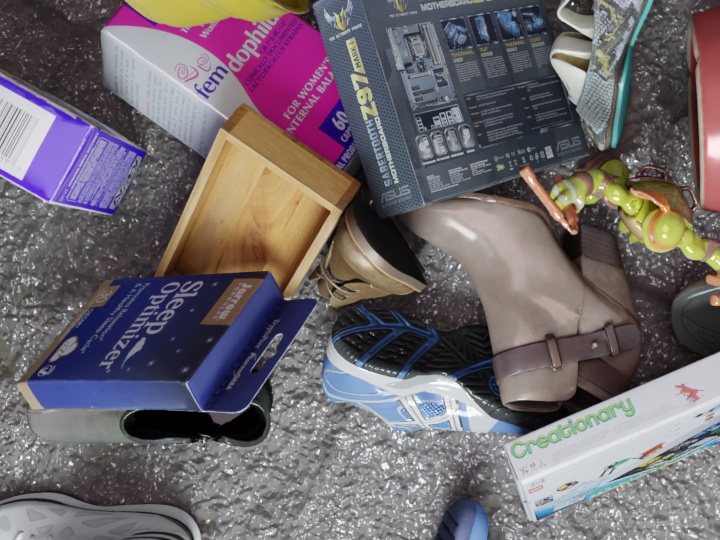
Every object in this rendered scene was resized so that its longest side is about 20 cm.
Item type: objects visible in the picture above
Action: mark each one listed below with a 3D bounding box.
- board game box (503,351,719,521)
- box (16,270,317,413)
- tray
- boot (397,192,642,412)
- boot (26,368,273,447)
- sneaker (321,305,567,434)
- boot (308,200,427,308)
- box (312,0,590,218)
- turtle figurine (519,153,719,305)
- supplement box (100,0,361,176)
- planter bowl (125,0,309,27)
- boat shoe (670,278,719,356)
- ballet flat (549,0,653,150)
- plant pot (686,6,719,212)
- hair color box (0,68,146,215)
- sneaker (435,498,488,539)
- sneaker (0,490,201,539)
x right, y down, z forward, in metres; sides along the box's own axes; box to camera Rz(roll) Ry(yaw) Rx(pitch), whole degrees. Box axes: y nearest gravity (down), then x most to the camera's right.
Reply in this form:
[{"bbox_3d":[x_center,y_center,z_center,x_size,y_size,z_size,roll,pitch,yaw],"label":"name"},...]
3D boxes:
[{"bbox_3d":[0.206,0.120,1.020,0.199,0.126,0.035,-23,65,1],"label":"board game box"},{"bbox_3d":[-0.137,0.050,0.988,0.199,0.121,0.033,-2,127,34],"label":"box"},{"bbox_3d":[-0.081,-0.022,1.004,0.098,0.200,0.037,34,49,1],"label":"tray"},{"bbox_3d":[0.118,0.029,1.031,0.198,0.070,0.147,10,69,-8],"label":"boot"},{"bbox_3d":[-0.161,0.100,1.024,0.198,0.131,0.068,-3,92,2],"label":"boot"},{"bbox_3d":[0.063,0.086,1.058,0.199,0.077,0.076,19,47,-11],"label":"sneaker"},{"bbox_3d":[0.000,0.000,0.986,0.075,0.200,0.074,-33,85,3],"label":"boot"},{"bbox_3d":[0.070,-0.135,0.999,0.051,0.199,0.159,-16,93,46],"label":"box"},{"bbox_3d":[0.198,-0.046,0.995,0.199,0.161,0.065,25,101,-8],"label":"turtle figurine"},{"bbox_3d":[-0.084,-0.135,1.026,0.199,0.103,0.102,34,73,2],"label":"supplement box"},{"bbox_3d":[-0.129,-0.225,0.922,0.083,0.200,0.201,-37,90,18],"label":"planter bowl"},{"bbox_3d":[0.335,0.023,1.055,0.200,0.065,0.075,-10,109,7],"label":"boat shoe"},{"bbox_3d":[0.173,-0.169,1.002,0.071,0.201,0.072,1,54,-1],"label":"ballet flat"},{"bbox_3d":[0.327,-0.119,0.994,0.176,0.200,0.202,-4,90,10],"label":"plant pot"},{"bbox_3d":[-0.228,-0.094,0.989,0.109,0.200,0.065,30,89,1],"label":"hair color box"},{"bbox_3d":[0.090,0.272,1.053,0.081,0.074,0.202,2,98,-1],"label":"sneaker"},{"bbox_3d":[-0.224,0.210,1.034,0.199,0.115,0.076,-3,91,1],"label":"sneaker"}]
